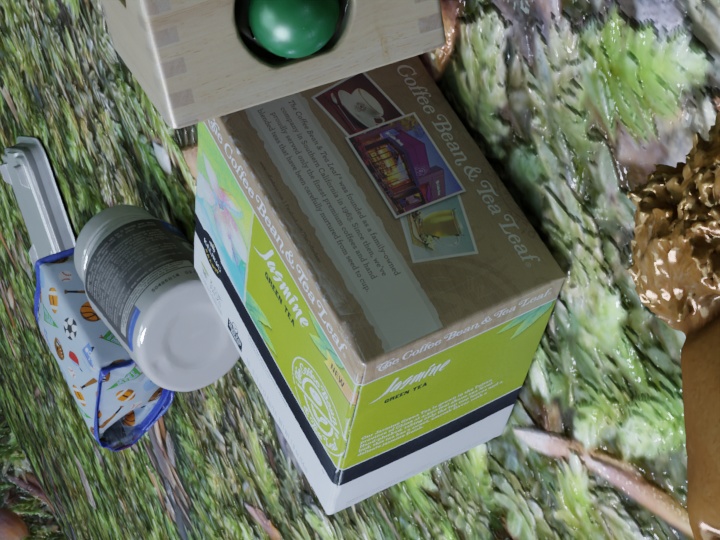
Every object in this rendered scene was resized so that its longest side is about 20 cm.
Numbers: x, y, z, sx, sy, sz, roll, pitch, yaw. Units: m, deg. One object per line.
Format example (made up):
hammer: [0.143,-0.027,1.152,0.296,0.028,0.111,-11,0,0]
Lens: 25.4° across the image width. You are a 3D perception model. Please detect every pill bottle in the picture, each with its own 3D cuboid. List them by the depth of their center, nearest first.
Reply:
pill bottle: [-0.192,0.019,1.494,0.200,0.113,0.115,41,147,51]

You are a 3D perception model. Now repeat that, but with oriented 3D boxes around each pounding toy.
pounding toy: [-0.042,-0.181,0.839,0.200,0.182,0.144,-130,24,-59]

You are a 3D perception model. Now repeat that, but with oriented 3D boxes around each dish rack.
dish rack: [-0.421,-0.074,2.095,0.171,0.043,0.202,14,123,67]

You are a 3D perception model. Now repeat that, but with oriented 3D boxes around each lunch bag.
lunch bag: [-0.289,0.088,1.807,0.171,0.123,0.201,57,150,26]

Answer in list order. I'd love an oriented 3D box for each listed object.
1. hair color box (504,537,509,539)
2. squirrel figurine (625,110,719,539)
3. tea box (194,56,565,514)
hair color box: [0.090,0.283,1.115,0.099,0.060,0.201,56,156,30]
squirrel figurine: [0.179,0.005,0.499,0.201,0.140,0.187,61,153,13]
tea box: [0.000,0.000,0.948,0.201,0.132,0.198,58,157,26]
